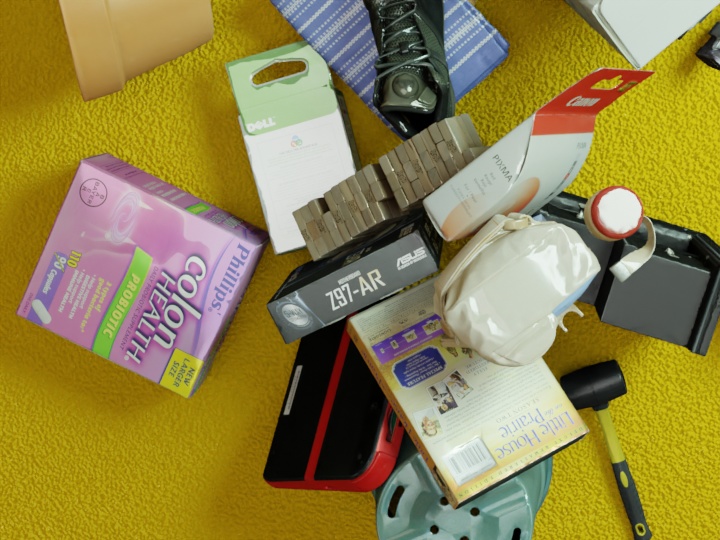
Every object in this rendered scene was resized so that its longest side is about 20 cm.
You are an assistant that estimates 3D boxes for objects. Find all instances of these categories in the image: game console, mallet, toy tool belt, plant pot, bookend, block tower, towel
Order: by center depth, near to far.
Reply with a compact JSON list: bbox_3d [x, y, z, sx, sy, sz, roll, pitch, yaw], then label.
[{"bbox_3d":[0.155,0.001,1.242,0.200,0.123,0.125,-40,92,-7],"label":"toy tool belt"},{"bbox_3d":[0.031,-0.078,1.300,0.200,0.054,0.058,-28,84,31],"label":"block tower"},{"bbox_3d":[0.237,-0.008,1.338,0.199,0.199,0.092,17,100,4],"label":"bookend"},{"bbox_3d":[-0.226,-0.276,1.354,0.140,0.200,0.201,-14,98,-10],"label":"plant pot"},{"bbox_3d":[0.031,-0.238,1.359,0.145,0.024,0.200,-42,100,17],"label":"towel"},{"bbox_3d":[-0.014,0.119,1.377,0.031,0.177,0.200,29,66,-33],"label":"game console"},{"bbox_3d":[0.096,0.220,1.389,0.200,0.196,0.201,1,100,5],"label":"plant pot"},{"bbox_3d":[0.256,0.193,1.453,0.066,0.041,0.201,-11,102,7],"label":"mallet"}]

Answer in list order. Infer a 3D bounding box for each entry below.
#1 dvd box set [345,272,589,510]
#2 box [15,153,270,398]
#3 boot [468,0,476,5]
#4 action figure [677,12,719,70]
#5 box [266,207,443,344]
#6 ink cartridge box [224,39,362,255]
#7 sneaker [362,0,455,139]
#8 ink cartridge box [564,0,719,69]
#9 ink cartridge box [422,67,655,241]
[{"bbox_3d":[0.098,0.101,1.292,0.146,0.029,0.200,-27,72,-17],"label":"dvd box set"},{"bbox_3d":[-0.220,0.003,1.434,0.200,0.097,0.176,26,100,0],"label":"box"},{"bbox_3d":[0.054,-0.306,1.380,0.144,0.071,0.202,22,105,-4],"label":"boot"},{"bbox_3d":[0.388,-0.289,1.346,0.130,0.069,0.200,41,97,3],"label":"action figure"},{"bbox_3d":[0.000,0.000,1.360,0.160,0.200,0.044,-26,97,9],"label":"box"},{"bbox_3d":[-0.059,-0.125,1.415,0.104,0.059,0.201,-15,93,8],"label":"ink cartridge box"},{"bbox_3d":[0.044,-0.211,1.296,0.076,0.114,0.200,-9,106,8],"label":"sneaker"},{"bbox_3d":[0.253,-0.292,1.285,0.145,0.200,0.088,-41,120,9],"label":"ink cartridge box"},{"bbox_3d":[0.170,-0.102,1.238,0.200,0.162,0.050,-35,79,27],"label":"ink cartridge box"}]
